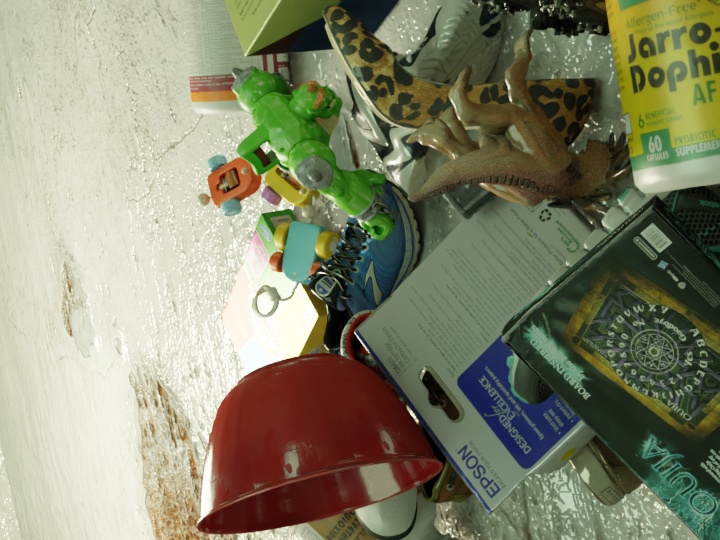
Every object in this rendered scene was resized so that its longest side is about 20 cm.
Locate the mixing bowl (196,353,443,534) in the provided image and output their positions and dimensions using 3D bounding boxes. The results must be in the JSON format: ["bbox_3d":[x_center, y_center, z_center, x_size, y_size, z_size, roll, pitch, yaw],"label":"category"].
[{"bbox_3d":[-0.043,0.134,0.853,0.200,0.200,0.109,-44,55,53],"label":"mixing bowl"}]

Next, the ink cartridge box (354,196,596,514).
[{"bbox_3d":[0.120,0.048,0.814,0.200,0.047,0.198,-48,56,15],"label":"ink cartridge box"}]

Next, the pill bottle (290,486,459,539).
[{"bbox_3d":[0.010,0.244,1.026,0.200,0.114,0.114,41,136,13],"label":"pill bottle"}]

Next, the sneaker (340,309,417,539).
[{"bbox_3d":[0.014,0.136,0.950,0.108,0.067,0.202,92,173,-67],"label":"sneaker"}]

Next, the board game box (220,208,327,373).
[{"bbox_3d":[-0.094,0.051,1.233,0.153,0.040,0.200,59,142,28],"label":"board game box"}]

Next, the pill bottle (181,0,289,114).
[{"bbox_3d":[-0.136,-0.272,1.133,0.110,0.109,0.200,12,110,55],"label":"pill bottle"}]

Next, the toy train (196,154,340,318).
[{"bbox_3d":[-0.092,-0.053,1.151,0.150,0.056,0.200,-32,69,27],"label":"toy train"}]

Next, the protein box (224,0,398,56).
[{"bbox_3d":[-0.044,-0.335,0.948,0.199,0.135,0.200,-42,65,54],"label":"protein box"}]

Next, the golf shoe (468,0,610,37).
[{"bbox_3d":[0.124,-0.209,0.684,0.078,0.200,0.095,12,100,25],"label":"golf shoe"}]

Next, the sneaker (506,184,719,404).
[{"bbox_3d":[0.181,0.022,0.713,0.091,0.078,0.200,43,102,29],"label":"sneaker"}]

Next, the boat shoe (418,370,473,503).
[{"bbox_3d":[0.086,0.117,0.950,0.072,0.068,0.200,14,110,56],"label":"boat shoe"}]

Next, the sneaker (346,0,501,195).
[{"bbox_3d":[0.041,-0.177,0.917,0.130,0.079,0.199,45,145,29],"label":"sneaker"}]

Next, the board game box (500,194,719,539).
[{"bbox_3d":[0.205,0.069,0.666,0.200,0.028,0.135,46,118,-1],"label":"board game box"}]

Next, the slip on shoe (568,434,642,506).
[{"bbox_3d":[0.162,0.092,0.840,0.061,0.076,0.200,-41,48,10],"label":"slip on shoe"}]

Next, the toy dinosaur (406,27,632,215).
[{"bbox_3d":[0.114,-0.074,0.698,0.136,0.200,0.086,46,125,4],"label":"toy dinosaur"}]

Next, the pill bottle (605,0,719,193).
[{"bbox_3d":[0.208,-0.153,0.638,0.113,0.113,0.200,-5,95,57],"label":"pill bottle"}]

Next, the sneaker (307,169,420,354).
[{"bbox_3d":[0.000,0.000,1.027,0.079,0.089,0.200,32,126,47],"label":"sneaker"}]

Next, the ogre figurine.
[{"bbox_3d":[-0.049,-0.115,0.951,0.098,0.120,0.200,-24,70,20],"label":"ogre figurine"}]

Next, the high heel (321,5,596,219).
[{"bbox_3d":[0.076,-0.156,0.805,0.143,0.071,0.200,-39,95,14],"label":"high heel"}]
